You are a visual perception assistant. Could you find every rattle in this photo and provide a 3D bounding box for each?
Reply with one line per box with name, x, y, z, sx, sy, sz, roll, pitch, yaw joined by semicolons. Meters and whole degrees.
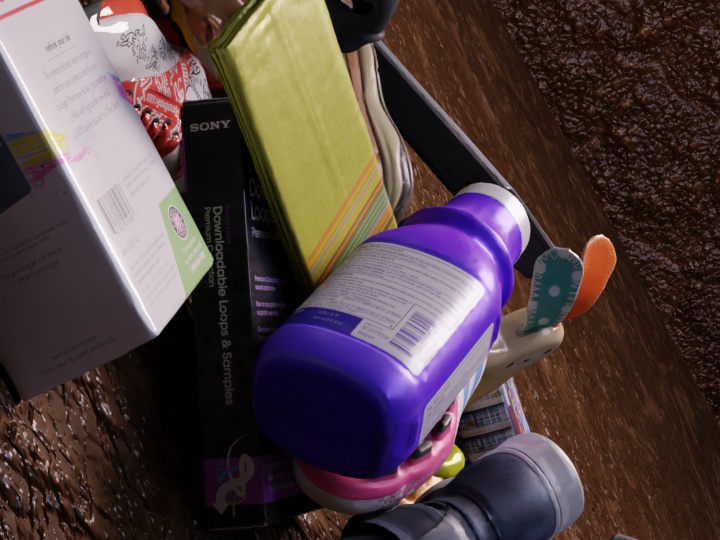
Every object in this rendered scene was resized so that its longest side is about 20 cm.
rattle;0.086;0.088;1.065;0.130;0.198;0.144;43;25;-57

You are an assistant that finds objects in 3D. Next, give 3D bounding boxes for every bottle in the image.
bottle;0.025;0.020;0.869;0.200;0.083;0.066;-47;151;-51

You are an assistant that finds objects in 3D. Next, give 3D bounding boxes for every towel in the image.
towel;-0.022;-0.052;0.872;0.086;0.018;0.201;-59;144;-38

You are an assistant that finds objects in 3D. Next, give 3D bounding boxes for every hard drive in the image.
hard drive;0.053;-0.092;1.278;0.200;0.033;0.140;51;3;27

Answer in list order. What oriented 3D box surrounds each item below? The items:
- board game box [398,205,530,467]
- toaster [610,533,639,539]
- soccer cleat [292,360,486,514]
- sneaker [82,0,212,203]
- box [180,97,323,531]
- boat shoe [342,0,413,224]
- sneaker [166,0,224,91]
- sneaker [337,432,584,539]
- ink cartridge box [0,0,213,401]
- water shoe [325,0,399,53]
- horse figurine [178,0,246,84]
board game box;0.068;0.058;1.255;0.200;0.061;0.202;-28;101;-84
toaster;0.127;0.254;1.034;0.129;0.112;0.202;1;104;-79
soccer cleat;0.017;0.082;0.924;0.069;0.087;0.200;28;33;10
sneaker;-0.107;-0.071;0.896;0.109;0.067;0.201;62;10;0
box;-0.045;0.022;0.901;0.143;0.036;0.203;6;78;-74
boat shoe;-0.029;-0.108;1.145;0.073;0.076;0.201;0;49;-27
sneaker;-0.075;-0.218;1.125;0.078;0.081;0.203;-15;99;-61
sneaker;0.020;0.169;0.952;0.077;0.146;0.203;50;-31;14
ink cartridge box;-0.144;-0.063;0.736;0.202;0.067;0.117;63;14;-10
water shoe;-0.071;-0.178;0.963;0.198;0.080;0.071;26;32;16
horse figurine;-0.089;-0.153;0.889;0.200;0.050;0.133;53;6;-32
